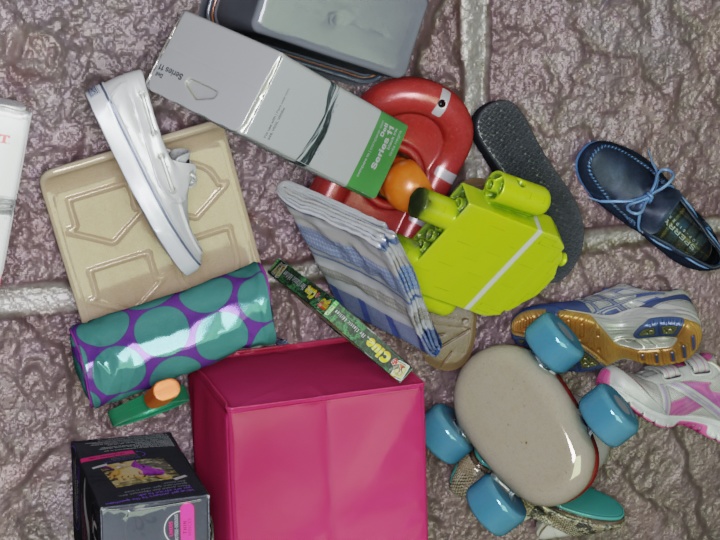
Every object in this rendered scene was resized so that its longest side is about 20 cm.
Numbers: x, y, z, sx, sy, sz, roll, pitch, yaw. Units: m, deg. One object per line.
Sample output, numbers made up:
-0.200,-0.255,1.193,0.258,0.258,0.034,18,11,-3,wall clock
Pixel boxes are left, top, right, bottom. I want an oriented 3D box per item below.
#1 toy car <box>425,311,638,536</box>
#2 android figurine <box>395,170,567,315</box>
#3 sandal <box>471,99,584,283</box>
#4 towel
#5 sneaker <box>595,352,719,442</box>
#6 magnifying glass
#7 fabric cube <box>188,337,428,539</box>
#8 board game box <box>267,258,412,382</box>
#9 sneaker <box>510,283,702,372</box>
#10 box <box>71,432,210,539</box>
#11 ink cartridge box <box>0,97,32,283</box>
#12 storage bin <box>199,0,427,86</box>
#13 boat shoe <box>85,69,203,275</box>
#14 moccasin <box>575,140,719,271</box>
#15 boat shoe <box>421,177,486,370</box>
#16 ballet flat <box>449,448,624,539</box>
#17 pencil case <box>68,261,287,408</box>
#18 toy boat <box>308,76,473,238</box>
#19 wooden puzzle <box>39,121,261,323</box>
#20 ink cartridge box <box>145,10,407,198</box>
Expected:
0.195,0.161,1.742,0.184,0.200,0.177,-42,71,16,toy car
0.114,-0.020,1.624,0.200,0.041,0.182,16,129,-32,android figurine
0.174,-0.084,1.735,0.076,0.043,0.200,-26,99,-18,sandal
0.000,0.000,1.601,0.024,0.147,0.200,-50,144,-20,towel
0.345,0.125,1.815,0.200,0.081,0.088,16,96,-28,sneaker
-0.195,0.124,1.581,0.079,0.200,0.022,-18,83,-16,magnifying glass
-0.055,0.191,1.637,0.200,0.196,0.200,-6,104,-16,fabric cube
-0.023,0.046,1.612,0.105,0.200,0.023,39,88,-21,board game box
0.260,0.056,1.778,0.200,0.088,0.075,3,125,4,sneaker
-0.212,0.243,1.597,0.106,0.200,0.122,-4,104,-16,box
-0.394,-0.069,1.532,0.145,0.085,0.200,9,101,-19,ink cartridge box
-0.031,-0.257,1.576,0.200,0.134,0.146,16,97,-21,storage bin
-0.184,-0.090,1.547,0.065,0.074,0.200,-27,114,-5,boat shoe
0.317,-0.072,1.762,0.200,0.068,0.081,33,91,-21,moccasin
0.098,0.001,1.721,0.073,0.063,0.200,15,94,-5,boat shoe
0.185,0.251,1.804,0.200,0.068,0.075,23,116,-15,ballet flat
-0.176,0.062,1.590,0.200,0.092,0.085,-19,88,-11,pencil case
0.037,-0.092,1.636,0.130,0.131,0.200,26,94,-21,toy boat
-0.200,-0.033,1.625,0.185,0.046,0.200,-18,112,-12,wooden puzzle
-0.076,-0.151,1.538,0.200,0.147,0.083,23,94,-52,ink cartridge box
